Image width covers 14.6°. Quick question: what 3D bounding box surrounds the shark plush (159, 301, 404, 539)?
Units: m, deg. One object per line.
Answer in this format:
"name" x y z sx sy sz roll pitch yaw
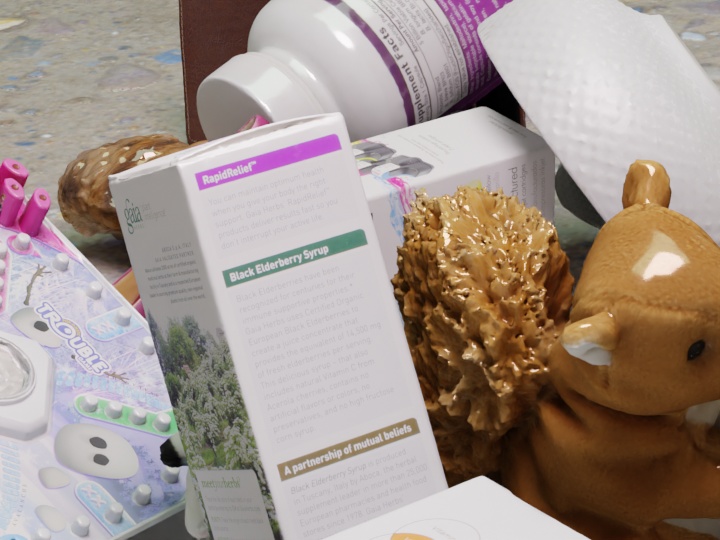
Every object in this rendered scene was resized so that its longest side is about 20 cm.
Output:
"shark plush" -0.004 0.060 1.236 0.200 0.091 0.083 -32 74 -37

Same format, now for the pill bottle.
"pill bottle" 0.010 -0.121 1.535 0.200 0.112 0.112 -37 36 -26

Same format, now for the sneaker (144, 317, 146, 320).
"sneaker" -0.056 0.037 1.361 0.200 0.096 0.079 14 5 29

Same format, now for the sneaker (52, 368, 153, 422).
"sneaker" -0.176 0.071 1.359 0.200 0.075 0.088 4 12 20

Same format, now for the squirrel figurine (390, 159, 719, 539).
"squirrel figurine" 0.093 0.041 1.136 0.200 0.187 0.142 18 62 19

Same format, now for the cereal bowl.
"cereal bowl" 0.150 -0.072 1.459 0.083 0.200 0.200 -38 22 9

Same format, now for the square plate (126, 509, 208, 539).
"square plate" -0.092 0.147 1.209 0.200 0.028 0.198 0 22 10

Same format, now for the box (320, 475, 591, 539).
"box" 0.015 0.176 1.020 0.200 0.107 0.152 -18 26 -30

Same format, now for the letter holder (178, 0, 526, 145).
"letter holder" -0.008 -0.139 1.727 0.200 0.142 0.101 15 29 39

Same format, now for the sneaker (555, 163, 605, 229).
"sneaker" 0.196 -0.060 1.623 0.200 0.071 0.080 -11 8 -23

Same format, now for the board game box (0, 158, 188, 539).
"board game box" -0.166 0.043 1.258 0.200 0.026 0.200 44 40 19

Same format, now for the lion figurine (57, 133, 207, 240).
"lion figurine" -0.097 -0.022 1.559 0.122 0.073 0.200 -12 26 -10

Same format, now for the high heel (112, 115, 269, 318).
"high heel" -0.118 -0.002 1.442 0.200 0.096 0.067 -22 25 -3

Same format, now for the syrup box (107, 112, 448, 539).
"syrup box" -0.029 0.043 1.135 0.081 0.200 0.079 -16 3 -27

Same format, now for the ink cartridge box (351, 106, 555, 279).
"ink cartridge box" 0.000 0.000 1.429 0.200 0.115 0.068 -17 30 -27
